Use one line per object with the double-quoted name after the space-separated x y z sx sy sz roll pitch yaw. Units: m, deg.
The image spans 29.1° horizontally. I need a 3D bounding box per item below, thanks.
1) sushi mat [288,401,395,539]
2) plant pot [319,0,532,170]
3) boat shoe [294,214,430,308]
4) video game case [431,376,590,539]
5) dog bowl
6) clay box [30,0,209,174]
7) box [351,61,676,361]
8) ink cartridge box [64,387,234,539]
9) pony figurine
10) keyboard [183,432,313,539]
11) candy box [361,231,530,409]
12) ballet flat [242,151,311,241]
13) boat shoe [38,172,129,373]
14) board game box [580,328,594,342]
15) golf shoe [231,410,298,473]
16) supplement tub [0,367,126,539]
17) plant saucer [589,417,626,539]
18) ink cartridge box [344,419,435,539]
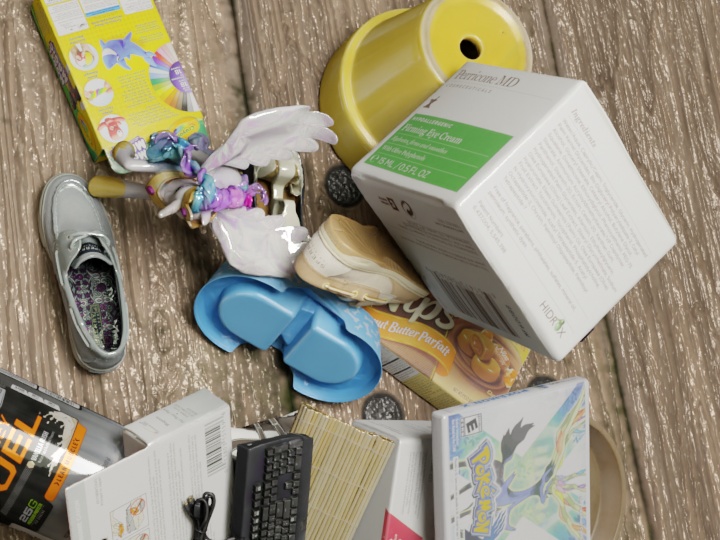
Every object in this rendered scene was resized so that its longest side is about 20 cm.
-0.046 0.222 1.298 0.095 0.201 0.012 21 23 -4 "sushi mat"
0.080 -0.201 1.467 0.200 0.189 0.202 7 72 -21 "plant pot"
0.000 0.000 1.347 0.200 0.069 0.074 26 29 -58 "boat shoe"
0.144 0.212 1.298 0.182 0.022 0.201 -10 102 -35 "video game case"
-0.066 0.054 1.373 0.200 0.112 0.050 31 42 -13 "dog bowl"
-0.241 -0.196 1.400 0.115 0.048 0.201 -20 85 -27 "clay box"
0.140 -0.060 1.291 0.171 0.199 0.200 -43 118 -13 "box"
-0.188 0.226 1.223 0.173 0.043 0.201 -24 126 -37 "ink cartridge box"
-0.136 -0.079 1.299 0.192 0.200 0.167 -6 109 -33 "pony figurine"
-0.102 0.244 1.260 0.127 0.021 0.201 -9 117 -30 "keyboard"
0.075 0.064 1.460 0.200 0.055 0.116 37 63 -10 "candy box"
-0.082 -0.073 1.423 0.073 0.073 0.201 6 72 -23 "ballet flat"
-0.256 -0.005 1.322 0.070 0.071 0.202 -9 77 -25 "boat shoe"
0.157 -0.005 1.494 0.199 0.032 0.120 24 39 -20 "board game box"
-0.096 0.171 1.346 0.200 0.078 0.095 30 61 -25 "golf shoe"
-0.314 0.154 1.221 0.199 0.122 0.123 27 66 -15 "supplement tub"
0.181 0.235 1.358 0.199 0.029 0.201 -6 100 -36 "plant saucer"
0.084 0.225 1.356 0.199 0.083 0.146 5 94 -35 "ink cartridge box"
